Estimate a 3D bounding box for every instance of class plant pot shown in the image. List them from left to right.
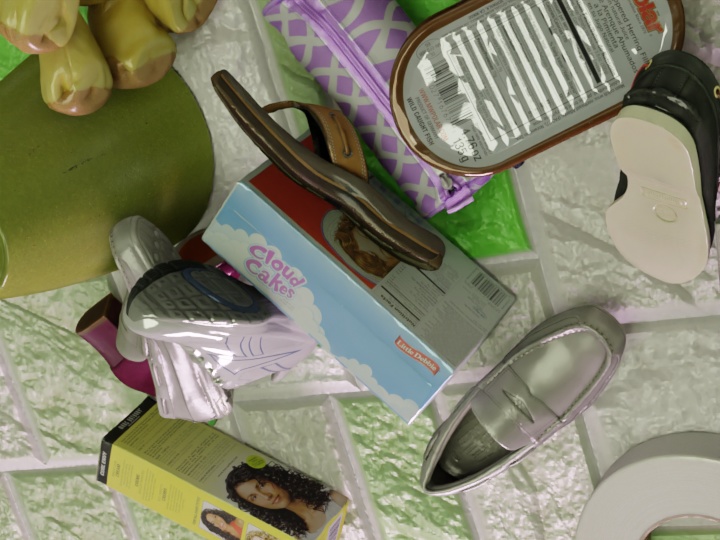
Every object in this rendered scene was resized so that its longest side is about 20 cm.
[{"bbox_3d":[-0.239,-0.061,1.255,0.186,0.200,0.188,12,119,23],"label":"plant pot"}]

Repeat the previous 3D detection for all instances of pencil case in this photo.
[{"bbox_3d":[0.018,-0.125,1.153,0.084,0.085,0.200,-39,92,28],"label":"pencil case"}]

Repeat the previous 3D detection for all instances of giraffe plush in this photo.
[{"bbox_3d":[-0.220,-0.233,1.203,0.162,0.172,0.201,30,141,39],"label":"giraffe plush"}]

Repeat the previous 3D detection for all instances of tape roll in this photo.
[{"bbox_3d":[0.253,0.214,1.222,0.202,0.037,0.204,12,118,23],"label":"tape roll"}]

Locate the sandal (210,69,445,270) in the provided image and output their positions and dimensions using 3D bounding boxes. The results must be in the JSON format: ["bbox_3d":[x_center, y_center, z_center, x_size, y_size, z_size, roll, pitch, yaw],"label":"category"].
[{"bbox_3d":[-0.016,-0.075,1.142,0.200,0.082,0.055,37,85,-3],"label":"sandal"}]

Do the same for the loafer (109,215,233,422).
[{"bbox_3d":[-0.152,0.043,1.261,0.069,0.070,0.201,-13,130,7],"label":"loafer"}]

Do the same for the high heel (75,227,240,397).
[{"bbox_3d":[-0.129,0.032,1.342,0.199,0.068,0.096,-27,122,35],"label":"high heel"}]

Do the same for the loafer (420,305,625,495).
[{"bbox_3d":[0.114,0.100,1.212,0.070,0.070,0.200,43,126,3],"label":"loafer"}]

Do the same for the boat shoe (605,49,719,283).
[{"bbox_3d":[0.197,-0.059,1.069,0.073,0.063,0.202,22,155,21],"label":"boat shoe"}]

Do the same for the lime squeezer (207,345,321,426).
[{"bbox_3d":[-0.068,0.067,1.335,0.199,0.038,0.071,-24,132,35],"label":"lime squeezer"}]

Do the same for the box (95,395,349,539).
[{"bbox_3d":[-0.114,0.179,1.385,0.199,0.075,0.050,23,125,16],"label":"box"}]

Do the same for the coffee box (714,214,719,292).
[{"bbox_3d":[0.299,0.049,1.088,0.114,0.080,0.201,3,115,28],"label":"coffee box"}]

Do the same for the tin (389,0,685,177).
[{"bbox_3d":[0.112,-0.133,1.079,0.199,0.042,0.112,-27,100,10],"label":"tin"}]

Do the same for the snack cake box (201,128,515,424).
[{"bbox_3d":[0.000,0.000,1.206,0.200,0.115,0.067,42,129,5],"label":"snack cake box"}]

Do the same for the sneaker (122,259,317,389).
[{"bbox_3d":[-0.094,0.047,1.208,0.075,0.199,0.087,45,112,34],"label":"sneaker"}]
